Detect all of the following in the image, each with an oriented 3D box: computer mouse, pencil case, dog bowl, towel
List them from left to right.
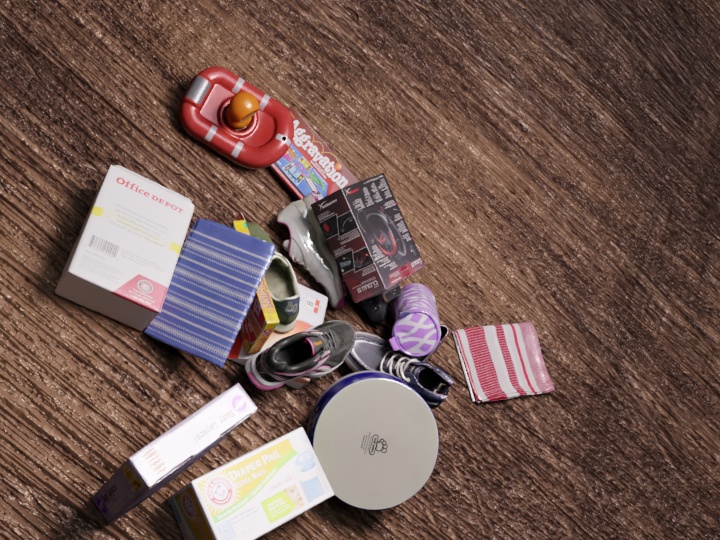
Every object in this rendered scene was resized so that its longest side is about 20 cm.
[{"bbox_3d":[-0.224,0.029,1.370,0.143,0.024,0.202,19,77,18],"label":"towel"},{"bbox_3d":[0.000,0.000,1.572,0.059,0.034,0.202,-73,140,-69],"label":"computer mouse"},{"bbox_3d":[0.018,0.259,1.399,0.197,0.079,0.204,0,91,-8],"label":"dog bowl"},{"bbox_3d":[0.090,0.083,1.532,0.085,0.085,0.200,58,10,-8],"label":"pencil case"},{"bbox_3d":[0.271,0.170,1.715,0.198,0.023,0.146,-2,66,-34],"label":"towel"}]

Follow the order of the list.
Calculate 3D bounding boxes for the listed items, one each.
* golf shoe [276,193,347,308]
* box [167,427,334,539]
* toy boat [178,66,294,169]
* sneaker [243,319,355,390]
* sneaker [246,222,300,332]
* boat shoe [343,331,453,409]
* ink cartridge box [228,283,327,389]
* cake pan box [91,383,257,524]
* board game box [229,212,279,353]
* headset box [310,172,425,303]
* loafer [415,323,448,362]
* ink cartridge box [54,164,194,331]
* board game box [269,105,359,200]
[{"bbox_3d":[-0.082,-0.025,1.564,0.090,0.075,0.203,-18,88,-1],"label":"golf shoe"},{"bbox_3d":[-0.156,0.321,1.298,0.198,0.101,0.114,-21,78,-39],"label":"box"},{"bbox_3d":[-0.202,-0.263,1.541,0.198,0.131,0.132,30,76,-14],"label":"toy boat"},{"bbox_3d":[-0.076,0.126,1.406,0.199,0.086,0.081,-25,82,-39],"label":"sneaker"},{"bbox_3d":[-0.142,-0.008,1.452,0.066,0.090,0.202,-13,64,-24],"label":"sneaker"},{"bbox_3d":[0.061,0.154,1.482,0.198,0.093,0.075,28,70,-6],"label":"boat shoe"},{"bbox_3d":[-0.156,0.077,1.463,0.198,0.050,0.164,28,53,-22],"label":"ink cartridge box"},{"bbox_3d":[-0.247,0.245,1.225,0.199,0.184,0.053,-33,85,-39],"label":"cake pan box"},{"bbox_3d":[-0.179,0.017,1.419,0.030,0.096,0.202,-3,59,-30],"label":"board game box"},{"bbox_3d":[0.020,-0.047,1.536,0.148,0.074,0.202,-28,94,-56],"label":"headset box"},{"bbox_3d":[0.078,0.146,1.572,0.199,0.063,0.072,-33,87,-40],"label":"loafer"},{"bbox_3d":[-0.350,-0.035,1.371,0.144,0.083,0.202,26,54,-20],"label":"ink cartridge box"},{"bbox_3d":[-0.095,-0.187,1.623,0.103,0.019,0.200,-41,85,-14],"label":"board game box"}]
